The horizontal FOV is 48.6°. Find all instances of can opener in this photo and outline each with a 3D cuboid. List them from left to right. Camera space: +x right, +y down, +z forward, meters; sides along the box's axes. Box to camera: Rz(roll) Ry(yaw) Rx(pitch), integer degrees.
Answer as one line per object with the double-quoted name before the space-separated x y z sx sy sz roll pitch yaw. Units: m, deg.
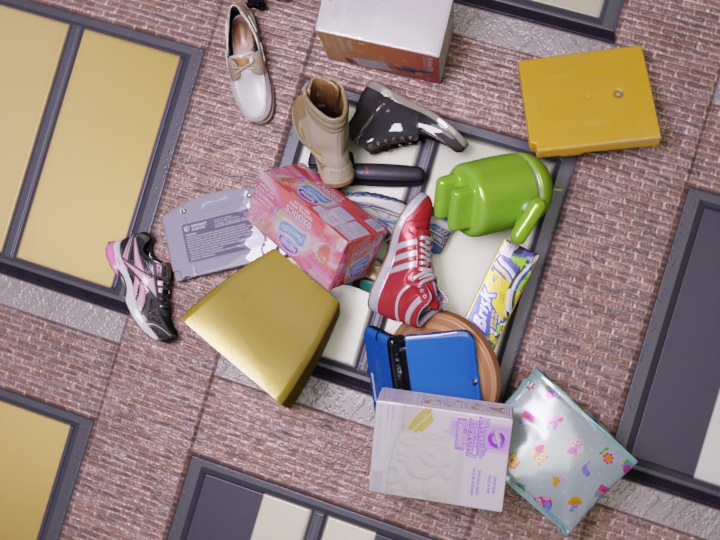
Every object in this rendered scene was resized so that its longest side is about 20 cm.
"can opener" 0.007 -0.161 1.315 0.198 0.063 0.079 5 88 7

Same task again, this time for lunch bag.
"lunch bag" 0.292 0.275 1.240 0.200 0.122 0.171 42 93 0

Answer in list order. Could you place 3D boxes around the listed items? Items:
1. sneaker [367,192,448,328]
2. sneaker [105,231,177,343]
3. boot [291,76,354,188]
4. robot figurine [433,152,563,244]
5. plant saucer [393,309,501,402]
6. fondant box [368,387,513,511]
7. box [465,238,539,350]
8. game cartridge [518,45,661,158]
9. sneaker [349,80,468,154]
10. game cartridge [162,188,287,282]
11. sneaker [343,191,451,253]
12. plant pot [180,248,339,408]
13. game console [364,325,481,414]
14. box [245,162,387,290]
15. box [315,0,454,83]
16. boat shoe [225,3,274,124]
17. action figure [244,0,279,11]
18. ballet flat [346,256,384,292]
"sneaker" 0.095 -0.011 1.220 0.112 0.071 0.201 26 100 31
"sneaker" -0.352 0.024 1.342 0.086 0.080 0.201 -28 86 3
"boot" -0.064 -0.249 1.253 0.072 0.156 0.201 -16 54 -9
"robot figurine" 0.213 -0.120 1.244 0.199 0.175 0.117 -14 124 -23
"plant saucer" 0.125 0.162 1.255 0.199 0.032 0.202 10 108 35
"fondant box" 0.118 0.262 1.173 0.198 0.058 0.146 6 102 8
"box" 0.214 0.053 1.280 0.064 0.070 0.201 26 91 8
"game cartridge" 0.360 -0.268 1.270 0.198 0.032 0.178 -5 67 8
"sneaker" 0.074 -0.219 1.311 0.199 0.075 0.107 32 96 16
"game cartridge" -0.231 -0.067 1.353 0.198 0.041 0.134 -12 90 6
"sneaker" 0.053 -0.075 1.299 0.198 0.077 0.086 15 99 3
"plant pot" -0.137 0.085 1.266 0.200 0.200 0.177 39 81 6
"game console" 0.098 0.185 1.249 0.117 0.171 0.202 -11 101 -20
"box" -0.072 -0.072 1.247 0.200 0.102 0.095 39 124 24
"box" 0.044 -0.389 1.274 0.198 0.152 0.107 14 89 7
"boat shoe" -0.195 -0.347 1.342 0.074 0.068 0.202 -14 87 6
"action figure" -0.167 -0.548 1.330 0.118 0.102 0.202 -12 88 -1
"ballet flat" 0.000 0.000 1.320 0.199 0.069 0.063 22 63 4
